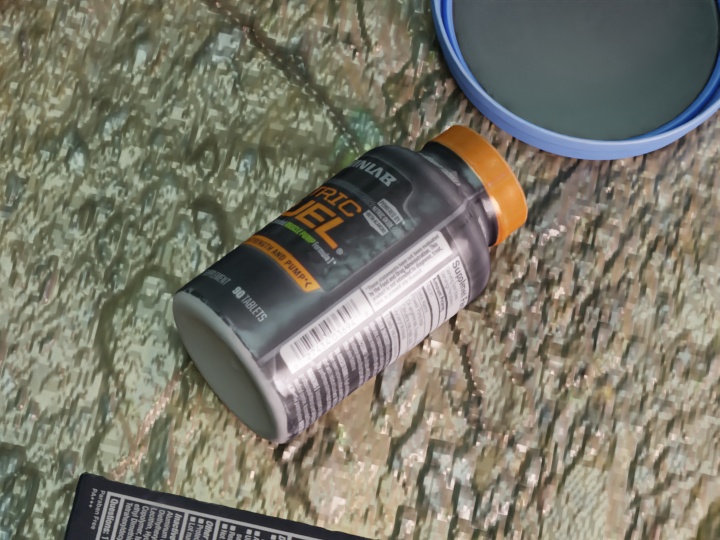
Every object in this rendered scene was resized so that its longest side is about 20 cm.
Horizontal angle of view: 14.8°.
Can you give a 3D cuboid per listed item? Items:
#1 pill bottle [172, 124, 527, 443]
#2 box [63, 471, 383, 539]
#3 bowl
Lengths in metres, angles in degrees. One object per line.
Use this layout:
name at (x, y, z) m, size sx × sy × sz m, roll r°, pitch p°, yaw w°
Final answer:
pill bottle at (0.000, 0.000, 1.564) m, size 0.200 × 0.106 × 0.106 m, roll -37°, pitch 76°, yaw -19°
box at (-0.074, 0.237, 1.441) m, size 0.197 × 0.123 × 0.201 m, roll 12°, pitch 59°, yaw 1°
bowl at (0.140, -0.160, 1.679) m, size 0.199 × 0.039 × 0.202 m, roll 2°, pitch 68°, yaw -5°
